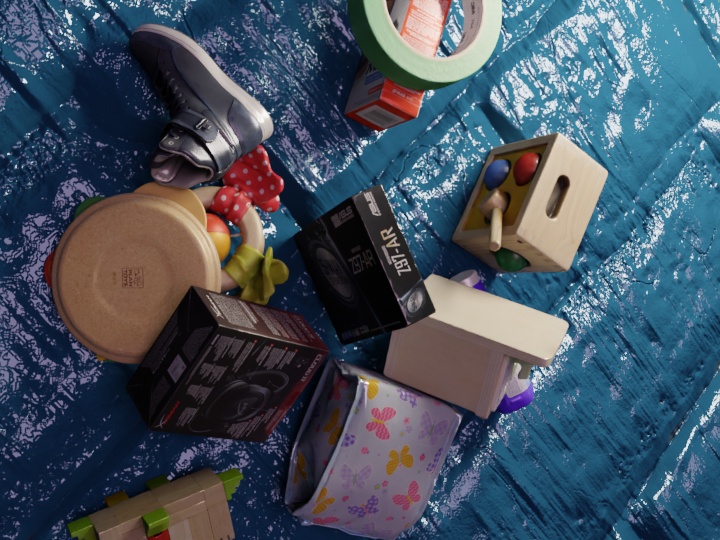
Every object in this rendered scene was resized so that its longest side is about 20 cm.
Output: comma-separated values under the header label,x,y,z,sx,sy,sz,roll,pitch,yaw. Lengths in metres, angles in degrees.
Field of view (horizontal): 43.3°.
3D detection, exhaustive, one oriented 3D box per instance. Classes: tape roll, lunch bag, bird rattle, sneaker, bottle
label,x,y,z,sx,sy,sz,roll,pitch,yaw
tape roll,0.082,-0.329,1.128,0.198,0.048,0.203,1,88,-25
lunch bag,0.006,0.234,1.153,0.168,0.127,0.202,20,91,-27
bird rattle,-0.164,-0.047,1.093,0.161,0.113,0.203,-9,90,-11
sneaker,-0.218,-0.186,1.039,0.202,0.077,0.146,39,57,2
bottle,0.179,0.098,1.272,0.065,0.084,0.202,-24,100,2

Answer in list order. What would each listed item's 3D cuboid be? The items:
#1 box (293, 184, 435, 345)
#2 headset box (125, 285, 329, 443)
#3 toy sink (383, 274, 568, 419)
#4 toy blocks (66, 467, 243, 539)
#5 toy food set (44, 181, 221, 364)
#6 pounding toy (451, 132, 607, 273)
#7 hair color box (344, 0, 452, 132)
label,x,y,z,sx,sy,sz,roll,pitch,yaw
box,0.000,0.000,1.103,0.043,0.200,0.162,-24,90,-26
headset box,-0.143,0.115,1.045,0.199,0.077,0.149,17,114,-49
toy sink,0.149,0.104,1.165,0.130,0.198,0.113,-39,144,-60
toy blocks,-0.224,0.327,1.062,0.198,0.100,0.138,-18,109,-26
toy food set,-0.258,0.007,1.036,0.196,0.049,0.202,-17,93,-4
pounding toy,0.215,-0.080,1.238,0.141,0.184,0.202,32,75,-23
hair color box,0.053,-0.296,1.200,0.063,0.111,0.202,23,78,-23
